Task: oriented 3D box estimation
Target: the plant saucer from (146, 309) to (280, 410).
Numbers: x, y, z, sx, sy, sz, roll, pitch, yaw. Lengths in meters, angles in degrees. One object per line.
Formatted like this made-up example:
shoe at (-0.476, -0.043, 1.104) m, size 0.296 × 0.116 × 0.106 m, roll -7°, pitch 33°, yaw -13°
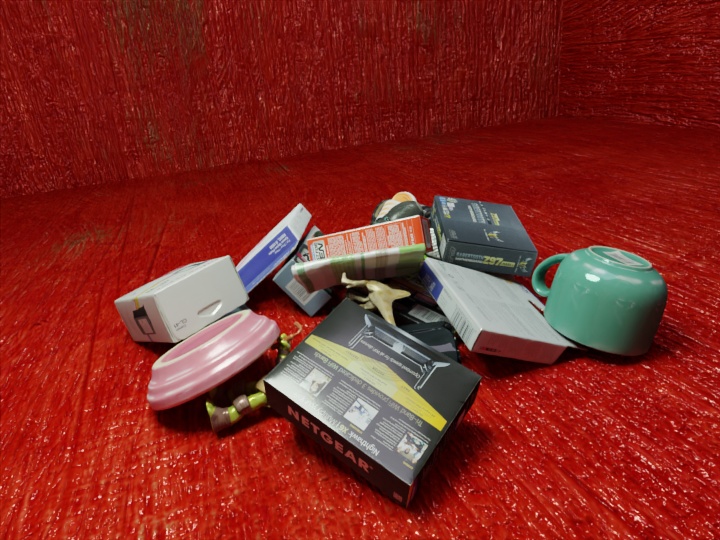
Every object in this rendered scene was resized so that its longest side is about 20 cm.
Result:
plant saucer at (-0.209, 0.114, 0.724) m, size 0.198 × 0.052 × 0.201 m, roll -27°, pitch 9°, yaw 4°

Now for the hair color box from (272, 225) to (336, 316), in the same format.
hair color box at (-0.092, -0.005, 1.009) m, size 0.060 × 0.099 × 0.201 m, roll -41°, pitch 12°, yaw 19°

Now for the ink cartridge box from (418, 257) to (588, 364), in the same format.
ink cartridge box at (0.207, 0.062, 0.786) m, size 0.196 × 0.044 × 0.197 m, roll 14°, pitch 24°, yaw -24°

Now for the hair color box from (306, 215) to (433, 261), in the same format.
hair color box at (0.020, -0.042, 0.898) m, size 0.196 × 0.065 × 0.111 m, roll -10°, pitch 0°, yaw 16°

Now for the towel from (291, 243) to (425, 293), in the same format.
towel at (0.000, 0.000, 0.809) m, size 0.195 × 0.031 × 0.149 m, roll -9°, pitch -9°, yaw 1°

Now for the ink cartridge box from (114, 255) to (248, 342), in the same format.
ink cartridge box at (-0.302, 0.049, 0.872) m, size 0.198 × 0.087 × 0.147 m, roll -10°, pitch 18°, yaw 49°

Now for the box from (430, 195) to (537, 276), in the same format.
box at (0.213, -0.068, 0.935) m, size 0.154 × 0.052 × 0.201 m, roll 8°, pitch 30°, yaw -3°

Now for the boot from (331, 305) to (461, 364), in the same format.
boot at (0.045, 0.104, 0.753) m, size 0.164 × 0.078 × 0.200 m, roll -5°, pitch 17°, yaw -9°

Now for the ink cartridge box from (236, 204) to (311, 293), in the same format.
ink cartridge box at (-0.189, -0.029, 1.025) m, size 0.196 × 0.043 × 0.201 m, roll -40°, pitch 13°, yaw 17°

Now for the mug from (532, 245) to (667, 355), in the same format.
mug at (0.342, 0.028, 0.757) m, size 0.182 × 0.117 × 0.152 m, roll 18°, pitch 22°, yaw 19°

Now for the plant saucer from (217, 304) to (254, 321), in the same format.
plant saucer at (-0.225, 0.081, 0.904) m, size 0.019 × 0.071 × 0.199 m, roll 30°, pitch -2°, yaw -36°

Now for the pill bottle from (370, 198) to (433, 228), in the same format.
pill bottle at (0.122, -0.094, 1.176) m, size 0.110 × 0.114 × 0.198 m, roll -21°, pitch 27°, yaw -34°

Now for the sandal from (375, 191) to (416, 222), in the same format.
sandal at (0.065, -0.088, 1.093) m, size 0.078 × 0.059 × 0.210 m, roll -7°, pitch 57°, yaw 39°

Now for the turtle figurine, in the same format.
turtle figurine at (-0.120, 0.150, 0.691) m, size 0.158 × 0.065 × 0.201 m, roll -17°, pitch 33°, yaw -7°

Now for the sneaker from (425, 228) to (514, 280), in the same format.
sneaker at (0.212, -0.012, 1.009) m, size 0.199 × 0.073 × 0.114 m, roll 35°, pitch -2°, yaw 24°

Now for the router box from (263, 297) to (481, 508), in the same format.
router box at (0.014, 0.136, 0.591) m, size 0.198 × 0.053 × 0.157 m, roll 28°, pitch 49°, yaw 25°

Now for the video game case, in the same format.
video game case at (0.104, 0.040, 0.893) m, size 0.197 × 0.026 × 0.180 m, roll 25°, pitch 37°, yaw 27°

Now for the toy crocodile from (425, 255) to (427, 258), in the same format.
toy crocodile at (0.064, 0.009, 1.014) m, size 0.197 × 0.063 × 0.067 m, roll -18°, pitch 42°, yaw -34°

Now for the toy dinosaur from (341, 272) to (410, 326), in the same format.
toy dinosaur at (0.022, 0.036, 0.739) m, size 0.099 × 0.060 × 0.200 m, roll 2°, pitch 13°, yaw 4°

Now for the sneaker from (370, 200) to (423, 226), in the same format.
sneaker at (0.042, -0.059, 1.020) m, size 0.199 × 0.076 × 0.079 m, roll -40°, pitch -3°, yaw 24°
